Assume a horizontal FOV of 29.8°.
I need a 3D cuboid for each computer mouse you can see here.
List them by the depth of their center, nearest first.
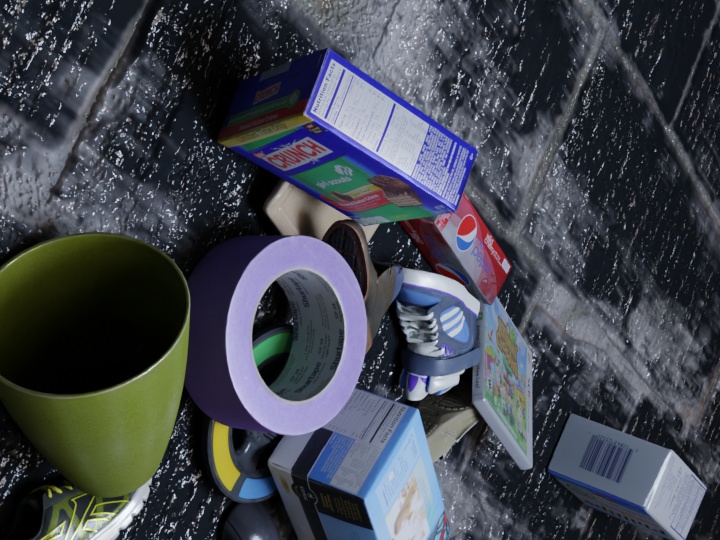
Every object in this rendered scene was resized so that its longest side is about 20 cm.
[{"bbox_3d":[-0.095,0.340,1.564,0.140,0.046,0.203,-29,125,-44],"label":"computer mouse"}]

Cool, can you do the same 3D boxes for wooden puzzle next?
[{"bbox_3d":[-0.028,-0.090,1.503,0.186,0.037,0.201,-58,146,-20],"label":"wooden puzzle"}]

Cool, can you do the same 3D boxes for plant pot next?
[{"bbox_3d":[-0.234,0.104,1.205,0.187,0.186,0.202,-44,149,-34],"label":"plant pot"}]

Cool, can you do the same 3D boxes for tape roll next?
[{"bbox_3d":[-0.090,0.065,1.396,0.198,0.084,0.204,0,89,-46],"label":"tape roll"}]

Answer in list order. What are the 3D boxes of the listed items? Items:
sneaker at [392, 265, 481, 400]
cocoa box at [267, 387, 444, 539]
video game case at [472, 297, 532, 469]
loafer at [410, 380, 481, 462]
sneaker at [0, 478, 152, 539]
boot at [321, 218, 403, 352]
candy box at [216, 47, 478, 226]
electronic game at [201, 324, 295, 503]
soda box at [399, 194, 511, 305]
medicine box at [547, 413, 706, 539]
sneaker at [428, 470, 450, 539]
[{"bbox_3d":[0.080,0.086,1.670,0.200,0.080,0.149,31,74,-59],"label":"sneaker"},{"bbox_3d":[0.000,0.245,1.533,0.134,0.130,0.202,-55,147,-32],"label":"cocoa box"},{"bbox_3d":[0.193,0.142,1.824,0.200,0.022,0.184,53,34,-48],"label":"video game case"},{"bbox_3d":[0.095,0.200,1.743,0.199,0.075,0.069,-26,133,-49],"label":"loafer"},{"bbox_3d":[-0.269,0.224,1.267,0.085,0.074,0.201,55,46,-24],"label":"sneaker"},{"bbox_3d":[0.000,0.000,1.501,0.097,0.074,0.202,-51,154,-39],"label":"boot"},{"bbox_3d":[-0.014,-0.125,1.337,0.199,0.168,0.078,30,70,-29],"label":"candy box"},{"bbox_3d":[-0.101,0.158,1.491,0.199,0.041,0.203,-23,120,-46],"label":"electronic game"},{"bbox_3d":[0.115,-0.039,1.677,0.064,0.069,0.200,-59,142,-17],"label":"soda box"},{"bbox_3d":[0.419,0.328,2.127,0.200,0.180,0.104,43,70,-50],"label":"medicine box"},{"bbox_3d":[0.076,0.334,1.780,0.095,0.078,0.203,-32,136,-54],"label":"sneaker"}]
